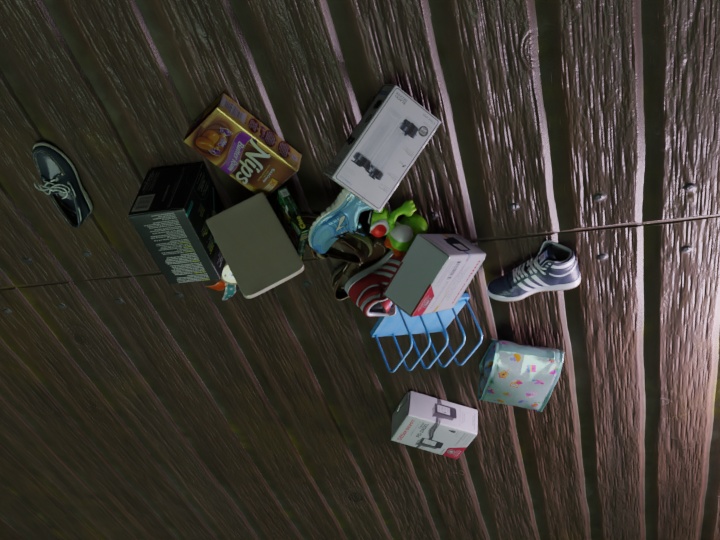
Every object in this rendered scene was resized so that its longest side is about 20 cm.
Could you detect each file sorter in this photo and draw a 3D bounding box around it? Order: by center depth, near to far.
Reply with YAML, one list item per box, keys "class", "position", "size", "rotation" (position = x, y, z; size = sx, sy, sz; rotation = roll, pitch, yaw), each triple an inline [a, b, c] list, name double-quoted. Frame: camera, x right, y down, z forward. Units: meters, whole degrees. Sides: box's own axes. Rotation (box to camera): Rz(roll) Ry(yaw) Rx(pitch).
- class: "file sorter"
  position: [0.151, 0.143, 1.766]
  size: [0.199, 0.123, 0.139]
  rotation: [-2, 142, -28]

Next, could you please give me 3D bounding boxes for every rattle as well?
- class: "rattle"
  position: [-0.254, 0.018, 1.717]
  size: [0.200, 0.143, 0.130]
  rotation: [-30, 129, 7]

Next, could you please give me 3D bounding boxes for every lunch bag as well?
- class: "lunch bag"
  position: [0.379, 0.235, 1.877]
  size: [0.170, 0.122, 0.200]
  rotation: [9, 142, 1]

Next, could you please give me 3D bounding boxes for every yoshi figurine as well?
- class: "yoshi figurine"
  position: [0.059, -0.107, 1.617]
  size: [0.200, 0.112, 0.112]
  rotation: [38, 90, -9]

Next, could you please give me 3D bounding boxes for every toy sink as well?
- class: "toy sink"
  position: [-0.199, -0.029, 1.563]
  size: [0.130, 0.200, 0.112]
  rotation: [-28, 153, -8]

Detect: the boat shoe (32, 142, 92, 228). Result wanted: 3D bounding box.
- class: "boat shoe"
  position: [-0.637, -0.177, 1.669]
  size: [0.075, 0.062, 0.200]
  rotation: [0, 135, 13]

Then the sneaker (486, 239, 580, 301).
- class: "sneaker"
  position: [0.361, 0.000, 1.669]
  size: [0.199, 0.070, 0.109]
  rotation: [-11, 138, 11]

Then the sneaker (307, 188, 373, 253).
- class: "sneaker"
  position: [-0.028, -0.091, 1.534]
  size: [0.090, 0.078, 0.200]
  rotation: [50, 127, 9]

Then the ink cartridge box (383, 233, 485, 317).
- class: "ink cartridge box"
  position: [0.152, 0.006, 1.592]
  size: [0.083, 0.200, 0.146]
  rotation: [38, 109, 22]

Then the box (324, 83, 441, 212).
- class: "box"
  position: [0.038, -0.221, 1.424]
  size: [0.116, 0.060, 0.200]
  rotation: [32, 93, -24]

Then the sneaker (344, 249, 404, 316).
- class: "sneaker"
  position: [0.073, 0.022, 1.665]
  size: [0.200, 0.113, 0.071]
  rotation: [-34, 140, -1]

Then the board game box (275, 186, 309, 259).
- class: "board game box"
  position: [-0.145, -0.078, 1.622]
  size: [0.023, 0.105, 0.200]
  rotation: [-21, 161, -18]

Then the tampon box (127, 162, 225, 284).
- class: "tampon box"
  position: [-0.365, -0.095, 1.641]
  size: [0.126, 0.150, 0.200]
  rotation: [-5, 135, 14]

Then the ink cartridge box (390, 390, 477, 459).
- class: "ink cartridge box"
  position: [0.195, 0.416, 2.124]
  size: [0.199, 0.084, 0.145]
  rotation: [17, 136, -8]

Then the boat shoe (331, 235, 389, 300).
- class: "boat shoe"
  position: [0.000, 0.000, 1.733]
  size: [0.076, 0.072, 0.200]
  rotation: [24, 135, -15]

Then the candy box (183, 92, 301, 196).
- class: "candy box"
  position: [-0.227, -0.238, 1.538]
  size: [0.200, 0.057, 0.117]
  rotation: [35, 131, -27]

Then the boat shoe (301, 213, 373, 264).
- class: "boat shoe"
  position: [-0.075, -0.060, 1.659]
  size: [0.199, 0.072, 0.072]
  rotation: [21, 132, 13]
